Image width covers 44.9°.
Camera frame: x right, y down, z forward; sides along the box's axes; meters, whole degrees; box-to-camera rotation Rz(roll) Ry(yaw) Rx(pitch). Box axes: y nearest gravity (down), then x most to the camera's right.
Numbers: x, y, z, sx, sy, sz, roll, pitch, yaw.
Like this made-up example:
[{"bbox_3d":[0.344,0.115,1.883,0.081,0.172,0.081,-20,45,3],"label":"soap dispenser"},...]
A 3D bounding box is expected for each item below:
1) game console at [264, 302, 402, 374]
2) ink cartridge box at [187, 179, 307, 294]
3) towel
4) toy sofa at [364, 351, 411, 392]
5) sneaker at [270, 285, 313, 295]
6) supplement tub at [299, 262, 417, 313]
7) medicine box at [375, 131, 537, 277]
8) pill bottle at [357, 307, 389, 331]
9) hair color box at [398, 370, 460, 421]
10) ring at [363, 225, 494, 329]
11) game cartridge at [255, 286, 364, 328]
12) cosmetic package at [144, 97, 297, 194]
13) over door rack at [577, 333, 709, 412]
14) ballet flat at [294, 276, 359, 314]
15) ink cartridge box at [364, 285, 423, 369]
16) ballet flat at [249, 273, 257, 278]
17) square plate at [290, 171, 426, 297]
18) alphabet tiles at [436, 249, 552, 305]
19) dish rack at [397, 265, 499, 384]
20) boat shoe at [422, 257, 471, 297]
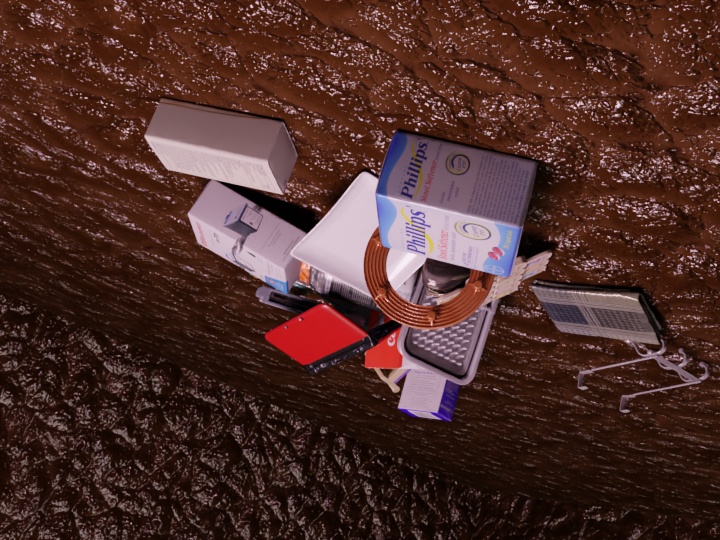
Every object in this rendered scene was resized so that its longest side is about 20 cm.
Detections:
[{"bbox_3d":[-0.044,0.106,1.609,0.200,0.172,0.119,-28,92,45],"label":"game console"},{"bbox_3d":[-0.196,-0.059,1.554,0.200,0.086,0.147,28,162,7],"label":"ink cartridge box"},{"bbox_3d":[0.418,0.069,1.526,0.200,0.035,0.193,7,155,34],"label":"towel"},{"bbox_3d":[0.117,0.144,1.715,0.098,0.200,0.083,42,-173,-44],"label":"toy sofa"},{"bbox_3d":[-0.116,0.011,1.775,0.090,0.078,0.200,15,168,-20],"label":"sneaker"},{"bbox_3d":[0.000,0.000,1.549,0.199,0.123,0.123,16,161,3],"label":"supplement tub"},{"bbox_3d":[0.132,-0.089,1.219,0.199,0.103,0.182,13,160,10],"label":"medicine box"},{"bbox_3d":[0.077,0.120,1.816,0.119,0.120,0.200,2,155,38],"label":"pill bottle"},{"bbox_3d":[0.163,0.218,1.883,0.109,0.201,0.065,0,156,42],"label":"hair color box"},{"bbox_3d":[0.102,-0.011,1.307,0.200,0.201,0.019,13,166,12],"label":"ring"},{"bbox_3d":[-0.095,0.076,1.714,0.200,0.042,0.133,15,180,38],"label":"game cartridge"},{"bbox_3d":[-0.206,-0.185,1.297,0.199,0.073,0.104,13,160,13],"label":"cosmetic package"},{"bbox_3d":[0.534,0.190,1.659,0.148,0.067,0.200,28,138,-28],"label":"over door rack"},{"bbox_3d":[-0.084,0.015,1.640,0.200,0.064,0.067,26,-174,11],"label":"ballet flat"},{"bbox_3d":[0.100,0.104,1.646,0.199,0.161,0.047,-2,161,23],"label":"ink cartridge box"},{"bbox_3d":[-0.178,-0.033,1.734,0.063,0.069,0.200,-6,171,-20],"label":"ballet flat"},{"bbox_3d":[0.021,-0.054,1.403,0.198,0.028,0.200,28,123,-27],"label":"square plate"},{"bbox_3d":[0.214,0.025,1.396,0.195,0.015,0.200,-23,165,-1],"label":"alphabet tiles"},{"bbox_3d":[0.150,0.086,1.538,0.171,0.201,0.044,27,163,-26],"label":"dish rack"},{"bbox_3d":[0.144,0.014,1.406,0.074,0.074,0.200,20,-164,18],"label":"boat shoe"}]
